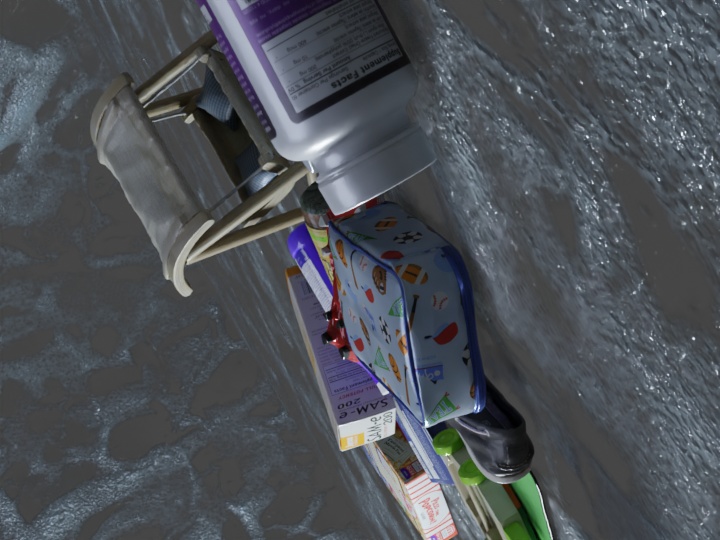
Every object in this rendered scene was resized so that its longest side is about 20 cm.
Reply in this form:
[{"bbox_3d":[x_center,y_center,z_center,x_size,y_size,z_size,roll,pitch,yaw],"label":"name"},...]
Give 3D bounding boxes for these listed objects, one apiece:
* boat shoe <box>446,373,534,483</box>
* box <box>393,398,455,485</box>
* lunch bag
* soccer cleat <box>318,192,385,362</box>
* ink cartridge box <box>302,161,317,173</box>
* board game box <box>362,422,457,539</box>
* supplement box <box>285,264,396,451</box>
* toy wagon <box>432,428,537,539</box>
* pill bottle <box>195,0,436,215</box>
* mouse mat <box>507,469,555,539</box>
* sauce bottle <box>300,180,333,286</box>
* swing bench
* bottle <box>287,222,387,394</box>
[{"bbox_3d":[0.089,0.105,1.315,0.200,0.067,0.057,46,148,44],"label":"boat shoe"},{"bbox_3d":[0.077,0.186,1.701,0.122,0.032,0.200,60,173,3],"label":"box"},{"bbox_3d":[0.038,0.037,1.253,0.200,0.075,0.161,-135,30,-63],"label":"lunch bag"},{"bbox_3d":[0.011,-0.006,1.383,0.069,0.085,0.201,35,132,44],"label":"soccer cleat"},{"bbox_3d":[-0.086,-0.206,1.350,0.160,0.047,0.201,53,170,42],"label":"ink cartridge box"},{"bbox_3d":[0.052,0.265,2.048,0.200,0.046,0.152,52,167,46],"label":"board game box"},{"bbox_3d":[-0.022,0.096,1.743,0.126,0.073,0.201,88,164,-71],"label":"supplement box"},{"bbox_3d":[0.139,0.250,1.503,0.156,0.039,0.200,64,171,-25],"label":"toy wagon"},{"bbox_3d":[-0.029,-0.145,1.017,0.201,0.111,0.111,62,171,-6],"label":"pill bottle"},{"bbox_3d":[0.146,0.203,1.453,0.161,0.007,0.201,53,168,43],"label":"mouse mat"},{"bbox_3d":[0.000,0.000,1.461,0.065,0.064,0.201,48,165,54],"label":"sauce bottle"},{"bbox_3d":[-0.155,-0.119,1.519,0.199,0.199,0.130,56,170,24],"label":"swing bench"},{"bbox_3d":[-0.006,0.036,1.597,0.201,0.065,0.084,60,172,8],"label":"bottle"}]
